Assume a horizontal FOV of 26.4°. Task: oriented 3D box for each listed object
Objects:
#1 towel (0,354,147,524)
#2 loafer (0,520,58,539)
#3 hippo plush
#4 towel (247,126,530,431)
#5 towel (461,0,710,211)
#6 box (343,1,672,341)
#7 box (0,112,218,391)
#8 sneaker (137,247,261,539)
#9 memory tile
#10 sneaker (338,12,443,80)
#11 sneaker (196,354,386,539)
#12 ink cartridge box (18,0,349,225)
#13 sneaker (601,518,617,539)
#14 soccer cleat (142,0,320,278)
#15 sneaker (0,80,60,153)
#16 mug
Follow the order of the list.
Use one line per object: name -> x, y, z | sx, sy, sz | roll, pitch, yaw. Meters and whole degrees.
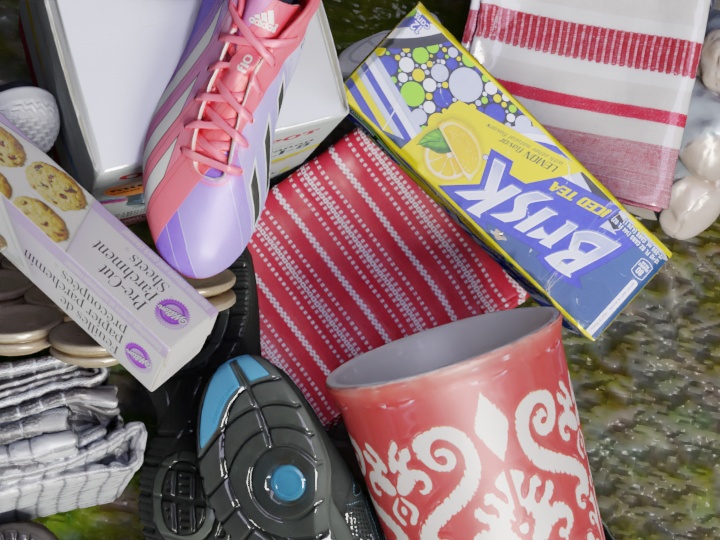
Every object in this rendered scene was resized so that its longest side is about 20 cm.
towel -> -0.223, 0.096, 0.843 | 0.198, 0.166, 0.087 | -11, 79, -14
loafer -> -0.251, 0.195, 0.867 | 0.198, 0.071, 0.074 | -17, 89, 6
hippo plush -> 0.157, -0.127, 0.964 | 0.159, 0.159, 0.202 | 9, 81, -12
towel -> 0.000, 0.000, 0.931 | 0.199, 0.022, 0.145 | -35, 94, 14
towel -> 0.132, -0.147, 0.909 | 0.143, 0.023, 0.202 | 12, 94, 16
box -> 0.078, -0.053, 0.866 | 0.200, 0.064, 0.070 | 44, 89, -3
box -> -0.157, -0.025, 0.757 | 0.200, 0.039, 0.041 | 42, 48, 10
sneaker -> -0.090, 0.076, 0.918 | 0.075, 0.091, 0.202 | 0, 80, 18
memory tile -> -0.181, 0.016, 0.845 | 0.198, 0.153, 0.017 | 6, 108, 21
sneaker -> 0.040, -0.060, 0.979 | 0.080, 0.075, 0.202 | -16, 81, -4
sneaker -> -0.030, 0.138, 0.862 | 0.073, 0.082, 0.202 | -22, 97, 16
ink cartridge box -> -0.109, -0.119, 0.880 | 0.144, 0.200, 0.146 | -15, 85, -14
sneaker -> 0.165, 0.234, 0.943 | 0.060, 0.104, 0.201 | -31, 90, -15
soccer cleat -> -0.059, -0.097, 0.749 | 0.066, 0.076, 0.202 | 18, 80, -11
sneaker -> -0.255, -0.094, 0.865 | 0.075, 0.199, 0.115 | 6, 68, -55
mug -> 0.076, 0.132, 0.856 | 0.132, 0.178, 0.202 | -16, 95, 12
